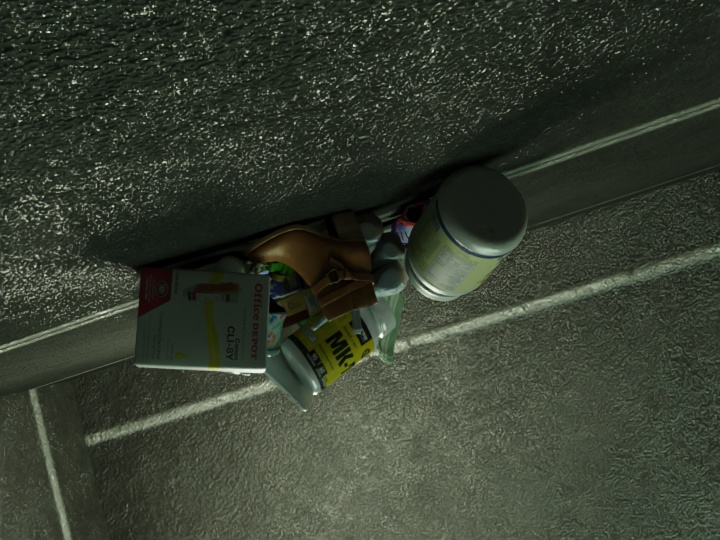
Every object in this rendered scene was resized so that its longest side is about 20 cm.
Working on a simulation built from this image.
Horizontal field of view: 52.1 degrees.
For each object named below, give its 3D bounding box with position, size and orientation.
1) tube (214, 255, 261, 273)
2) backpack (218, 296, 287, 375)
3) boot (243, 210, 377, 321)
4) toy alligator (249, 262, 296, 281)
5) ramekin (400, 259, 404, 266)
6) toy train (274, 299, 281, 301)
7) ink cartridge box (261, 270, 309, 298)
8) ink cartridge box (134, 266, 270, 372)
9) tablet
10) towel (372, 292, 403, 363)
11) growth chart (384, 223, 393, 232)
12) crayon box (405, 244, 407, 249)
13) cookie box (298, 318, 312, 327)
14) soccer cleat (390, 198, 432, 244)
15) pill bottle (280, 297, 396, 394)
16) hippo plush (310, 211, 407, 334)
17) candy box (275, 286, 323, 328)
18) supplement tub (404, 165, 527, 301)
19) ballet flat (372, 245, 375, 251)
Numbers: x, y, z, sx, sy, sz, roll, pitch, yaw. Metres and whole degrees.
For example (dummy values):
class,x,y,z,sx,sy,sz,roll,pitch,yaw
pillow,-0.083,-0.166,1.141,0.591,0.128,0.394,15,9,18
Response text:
class,x,y,z,sx,sy,sz,roll,pitch,yaw
tube,-0.224,0.003,1.315,0.052,0.058,0.200,-52,180,-3
backpack,-0.230,0.097,1.283,0.195,0.155,0.177,6,-177,-27
boot,-0.073,0.005,1.151,0.195,0.159,0.074,-16,176,-10
toy alligator,-0.152,-0.018,1.286,0.053,0.061,0.199,26,-166,22
ramekin,0.024,-0.011,1.626,0.197,0.097,0.202,-12,-179,0
toy train,-0.175,0.085,1.581,0.045,0.035,0.200,-22,176,1
ink cartridge box,-0.178,0.026,1.553,0.133,0.078,0.200,-19,177,6
ink cartridge box,-0.237,0.077,1.127,0.194,0.150,0.083,4,170,-11
tablet,-0.125,0.171,1.411,0.014,0.130,0.201,-40,-170,23
towel,0.047,0.098,1.516,0.023,0.157,0.200,7,164,22
growth chart,0.077,-0.087,1.536,0.142,0.018,0.199,-19,178,27
crayon box,0.184,-0.077,1.408,0.196,0.059,0.119,-25,-163,19
cookie box,-0.056,0.105,1.577,0.195,0.077,0.171,-10,-170,23
soccer cleat,0.097,-0.093,1.323,0.072,0.070,0.199,17,169,-24
pill bottle,-0.038,0.122,1.346,0.198,0.116,0.114,-36,-178,-17
hippo plush,0.000,0.000,1.292,0.154,0.206,0.161,5,-177,-3
candy box,-0.078,0.052,1.448,0.115,0.058,0.198,-23,-178,42
supplement tub,0.156,-0.051,1.147,0.142,0.148,0.201,-14,159,-24
ballet flat,-0.008,-0.036,1.443,0.194,0.073,0.071,-7,174,-15
